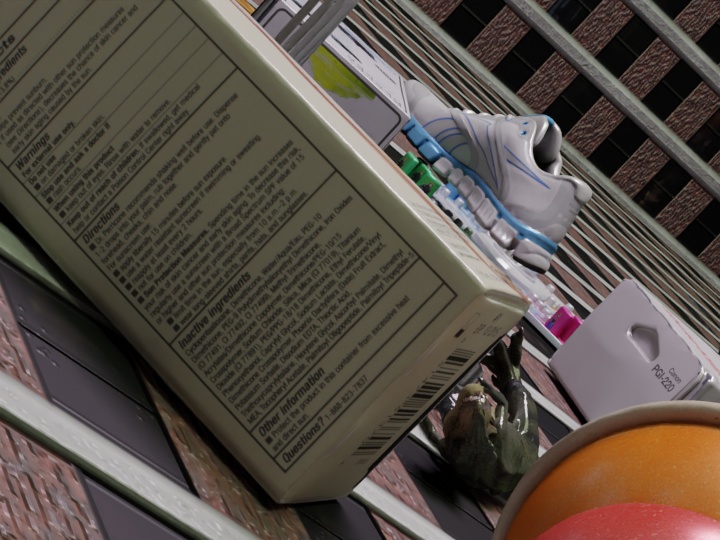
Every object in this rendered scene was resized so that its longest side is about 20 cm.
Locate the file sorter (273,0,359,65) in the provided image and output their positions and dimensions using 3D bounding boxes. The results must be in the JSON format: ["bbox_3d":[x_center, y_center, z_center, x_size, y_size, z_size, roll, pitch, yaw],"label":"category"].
[{"bbox_3d":[-0.083,-0.148,1.123,0.139,0.125,0.200,44,8,0],"label":"file sorter"}]

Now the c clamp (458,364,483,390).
[{"bbox_3d":[0.000,0.000,1.146,0.171,0.027,0.200,49,7,-3],"label":"c clamp"}]

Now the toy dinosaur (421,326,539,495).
[{"bbox_3d":[0.061,0.068,1.016,0.200,0.047,0.089,32,32,-63],"label":"toy dinosaur"}]

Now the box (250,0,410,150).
[{"bbox_3d":[-0.028,-0.129,1.493,0.117,0.060,0.200,42,9,-7],"label":"box"}]

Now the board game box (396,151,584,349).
[{"bbox_3d":[0.115,-0.006,1.678,0.200,0.026,0.200,46,9,13],"label":"board game box"}]

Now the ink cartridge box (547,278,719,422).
[{"bbox_3d":[0.228,0.114,1.430,0.200,0.085,0.146,41,9,-27],"label":"ink cartridge box"}]

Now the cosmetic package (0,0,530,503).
[{"bbox_3d":[-0.049,-0.026,0.775,0.200,0.103,0.087,47,8,13],"label":"cosmetic package"}]

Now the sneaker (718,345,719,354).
[{"bbox_3d":[0.435,0.132,2.366,0.090,0.066,0.200,42,12,-26],"label":"sneaker"}]

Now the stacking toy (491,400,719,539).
[{"bbox_3d":[0.073,0.131,0.629,0.146,0.146,0.200,45,28,8],"label":"stacking toy"}]

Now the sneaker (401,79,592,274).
[{"bbox_3d":[0.099,-0.086,1.620,0.075,0.087,0.200,29,16,-52],"label":"sneaker"}]
